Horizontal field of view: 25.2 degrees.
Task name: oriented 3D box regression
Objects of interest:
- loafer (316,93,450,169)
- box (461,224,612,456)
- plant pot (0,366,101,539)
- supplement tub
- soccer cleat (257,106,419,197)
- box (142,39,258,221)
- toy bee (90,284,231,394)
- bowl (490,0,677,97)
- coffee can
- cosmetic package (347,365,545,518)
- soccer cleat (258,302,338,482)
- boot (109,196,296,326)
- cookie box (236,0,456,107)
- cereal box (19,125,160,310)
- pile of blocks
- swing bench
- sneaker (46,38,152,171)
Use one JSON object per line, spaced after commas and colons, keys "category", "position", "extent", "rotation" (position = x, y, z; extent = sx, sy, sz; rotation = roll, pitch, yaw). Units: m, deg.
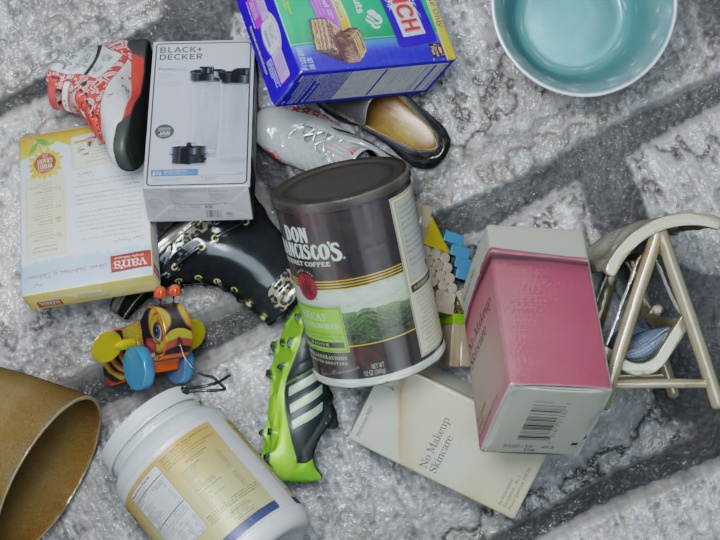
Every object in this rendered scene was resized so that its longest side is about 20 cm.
{"category": "loafer", "position": [0.013, -0.185, 1.755], "extent": [0.199, 0.072, 0.073], "rotation": [31, 89, 1]}
{"category": "box", "position": [0.175, 0.071, 1.634], "extent": [0.108, 0.128, 0.201], "rotation": [3, 52, -10]}
{"category": "plant pot", "position": [-0.407, 0.174, 1.701], "extent": [0.199, 0.186, 0.187], "rotation": [26, 88, 15]}
{"category": "supplement tub", "position": [-0.165, 0.235, 1.689], "extent": [0.144, 0.144, 0.200], "rotation": [-42, 72, -2]}
{"category": "soccer cleat", "position": [-0.027, -0.127, 1.746], "extent": [0.199, 0.085, 0.069], "rotation": [27, 88, 0]}
{"category": "box", "position": [-0.168, -0.151, 1.710], "extent": [0.116, 0.060, 0.201], "rotation": [0, 56, 1]}
{"category": "toy bee", "position": [-0.205, 0.070, 1.694], "extent": [0.199, 0.131, 0.110], "rotation": [-3, 92, 31]}
{"category": "bowl", "position": [0.235, -0.281, 1.744], "extent": [0.199, 0.105, 0.202], "rotation": [0, 88, -1]}
{"category": "coffee can", "position": [0.000, 0.000, 1.664], "extent": [0.145, 0.146, 0.201], "rotation": [-13, 108, -1]}
{"category": "cosmetic package", "position": [0.098, 0.173, 1.736], "extent": [0.199, 0.073, 0.104], "rotation": [25, 101, 0]}
{"category": "soccer cleat", "position": [-0.061, 0.132, 1.754], "extent": [0.081, 0.067, 0.202], "rotation": [13, 83, -24]}
{"category": "boot", "position": [-0.157, 0.013, 1.748], "extent": [0.154, 0.073, 0.204], "rotation": [45, 90, -2]}
{"category": "cookie box", "position": [-0.019, -0.271, 1.696], "extent": [0.199, 0.075, 0.172], "rotation": [-10, 72, -33]}
{"category": "cereal box", "position": [-0.290, -0.062, 1.718], "extent": [0.143, 0.040, 0.201], "rotation": [-9, 62, 4]}
{"category": "pile of blocks", "position": [0.095, 0.016, 1.760], "extent": [0.082, 0.062, 0.201], "rotation": [-22, 94, -18]}
{"category": "swing bench", "position": [0.295, 0.040, 1.688], "extent": [0.129, 0.199, 0.202], "rotation": [0, 88, -2]}
{"category": "sneaker", "position": [-0.281, -0.171, 1.711], "extent": [0.107, 0.068, 0.202], "rotation": [-5, 43, 4]}
